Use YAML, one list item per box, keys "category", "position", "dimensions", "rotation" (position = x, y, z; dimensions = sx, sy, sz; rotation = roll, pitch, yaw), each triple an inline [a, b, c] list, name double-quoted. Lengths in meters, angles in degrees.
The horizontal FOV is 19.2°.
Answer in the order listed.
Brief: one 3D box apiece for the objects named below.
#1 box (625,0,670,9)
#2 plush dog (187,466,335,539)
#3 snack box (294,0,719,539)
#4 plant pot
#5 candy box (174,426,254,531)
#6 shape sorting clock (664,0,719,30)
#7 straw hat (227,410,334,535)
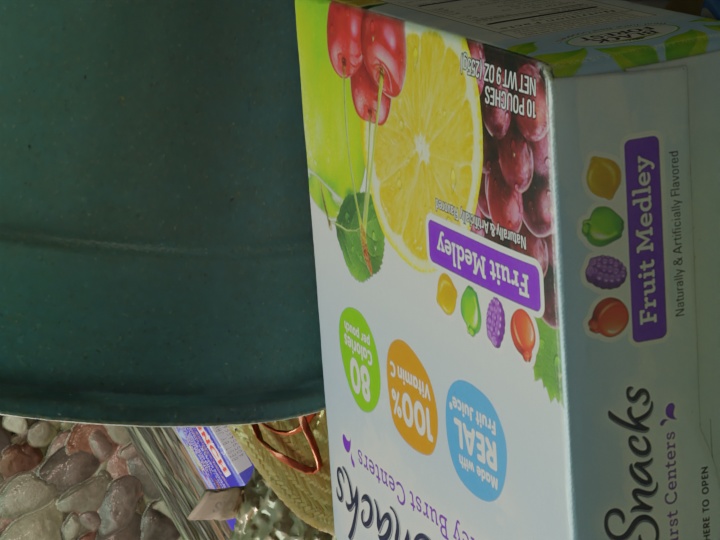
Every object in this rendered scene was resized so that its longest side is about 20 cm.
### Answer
- category: "box"
  position: [0.042, 0.011, 0.615]
  dimensions: [0.144, 0.036, 0.201]
  rotation: [-142, 52, -61]
- category: "plush dog"
  position: [0.026, 0.151, 1.030]
  dimensions: [0.171, 0.161, 0.201]
  rotation: [23, 149, 31]
- category: "snack box"
  position: [0.038, 0.037, 0.504]
  dimensions: [0.142, 0.053, 0.201]
  rotation: [-149, 52, -64]
- category: "plant pot"
  position: [-0.086, -0.071, 0.681]
  dimensions: [0.200, 0.199, 0.197]
  rotation: [-150, 66, -67]
- category: "candy box"
  position: [-0.086, 0.097, 1.479]
  dimensions: [0.170, 0.077, 0.200]
  rotation: [61, 170, -2]
- category: "shape sorting clock"
  position: [0.115, 0.024, 0.455]
  dimensions: [0.200, 0.039, 0.201]
  rotation: [53, 154, 41]
- category: "straw hat"
  position: [0.000, 0.000, 0.837]
  dimensions: [0.201, 0.085, 0.202]
  rotation: [42, 144, 41]
